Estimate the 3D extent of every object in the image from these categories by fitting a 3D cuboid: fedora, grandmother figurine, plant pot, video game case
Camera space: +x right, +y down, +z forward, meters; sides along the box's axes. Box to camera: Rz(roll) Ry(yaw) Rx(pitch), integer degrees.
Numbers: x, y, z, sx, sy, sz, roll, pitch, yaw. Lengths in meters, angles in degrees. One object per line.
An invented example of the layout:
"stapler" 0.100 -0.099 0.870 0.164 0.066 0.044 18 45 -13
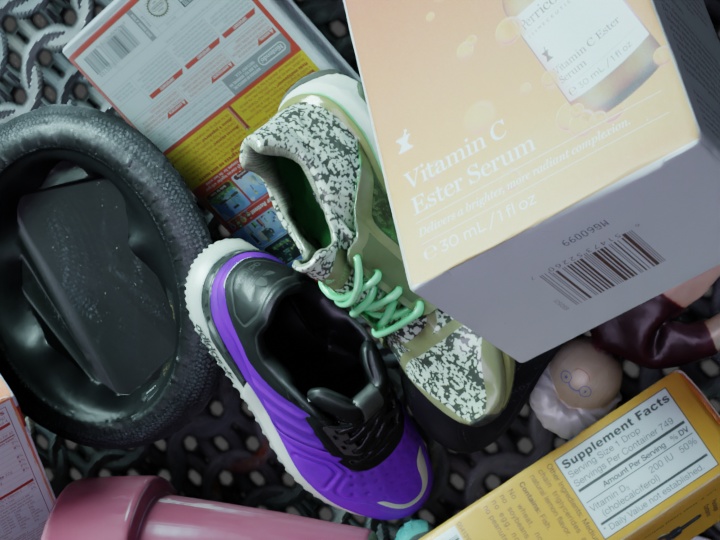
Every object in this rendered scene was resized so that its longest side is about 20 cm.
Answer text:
"fedora" -0.145 -0.001 0.996 0.198 0.091 0.203 5 104 21
"grandmother figurine" 0.150 0.003 0.893 0.121 0.060 0.201 40 112 26
"plant pot" -0.077 0.217 0.976 0.177 0.200 0.203 -4 101 7
"video game case" -0.056 -0.081 0.927 0.200 0.017 0.143 48 134 -13

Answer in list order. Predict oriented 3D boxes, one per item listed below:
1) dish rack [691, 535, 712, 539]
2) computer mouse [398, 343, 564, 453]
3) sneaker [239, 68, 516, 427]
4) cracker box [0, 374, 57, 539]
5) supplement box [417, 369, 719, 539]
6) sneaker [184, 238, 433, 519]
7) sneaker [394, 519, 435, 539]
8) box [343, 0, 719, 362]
"dish rack" 0.149 0.260 0.931 0.170 0.044 0.202 -16 95 5
"computer mouse" 0.068 0.012 0.907 0.201 0.052 0.139 -61 40 29
"sneaker" 0.000 0.000 0.855 0.077 0.088 0.201 -37 86 42
"cracker box" -0.230 0.103 0.993 0.134 0.057 0.201 48 157 37
"supplement box" 0.107 0.138 0.890 0.199 0.067 0.069 -31 62 1
"sneaker" -0.013 0.072 0.919 0.201 0.070 0.099 51 160 -26
"sneaker" 0.063 0.238 0.986 0.090 0.078 0.202 -8 102 7
"box" 0.091 -0.087 0.816 0.151 0.106 0.202 -29 55 23
